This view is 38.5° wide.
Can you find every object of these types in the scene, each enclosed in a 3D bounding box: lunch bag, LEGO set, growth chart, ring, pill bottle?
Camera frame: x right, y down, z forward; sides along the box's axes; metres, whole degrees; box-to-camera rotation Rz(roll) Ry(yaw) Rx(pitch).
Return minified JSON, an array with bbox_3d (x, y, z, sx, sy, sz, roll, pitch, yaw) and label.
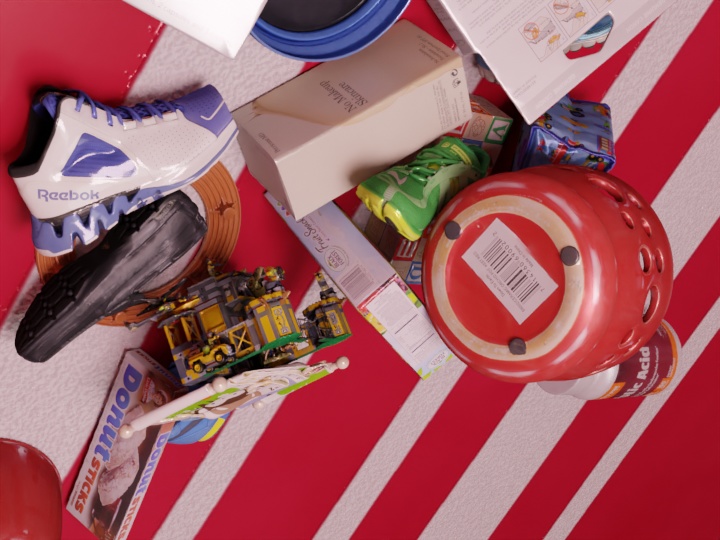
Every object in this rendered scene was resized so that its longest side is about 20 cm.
[{"bbox_3d":[0.188,-0.080,1.108,0.093,0.151,0.201,22,121,-1],"label":"lunch bag"},{"bbox_3d":[-0.104,0.028,0.939,0.153,0.117,0.200,-26,169,23],"label":"LEGO set"},{"bbox_3d":[-0.120,0.119,0.978,0.144,0.018,0.199,-30,164,32],"label":"growth chart"},{"bbox_3d":[-0.199,-0.029,0.955,0.199,0.019,0.202,-19,130,-24],"label":"ring"},{"bbox_3d":[0.327,0.114,1.382,0.199,0.114,0.115,2,120,-37],"label":"pill bottle"}]

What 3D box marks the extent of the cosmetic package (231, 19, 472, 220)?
[{"bbox_3d":[-0.008,-0.142,0.951,0.199,0.104,0.073,-31,134,-15],"label":"cosmetic package"}]

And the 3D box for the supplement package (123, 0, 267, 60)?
[{"bbox_3d":[-0.114,-0.283,0.706,0.151,0.151,0.201,25,106,-26],"label":"supplement package"}]

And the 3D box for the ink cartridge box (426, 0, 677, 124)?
[{"bbox_3d":[0.176,-0.269,0.976,0.200,0.045,0.177,-39,105,-4],"label":"ink cartridge box"}]

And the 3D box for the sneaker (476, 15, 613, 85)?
[{"bbox_3d":[0.200,-0.267,1.032,0.199,0.078,0.090,-34,132,-12],"label":"sneaker"}]

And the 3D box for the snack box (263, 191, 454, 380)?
[{"bbox_3d":[0.000,0.000,0.990,0.053,0.200,0.142,-40,137,0],"label":"snack box"}]

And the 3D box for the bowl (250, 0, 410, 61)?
[{"bbox_3d":[-0.030,-0.279,0.878,0.199,0.039,0.202,-20,131,-24],"label":"bowl"}]

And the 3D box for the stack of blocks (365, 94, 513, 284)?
[{"bbox_3d":[0.087,-0.085,1.095,0.114,0.059,0.201,2,120,-37],"label":"stack of blocks"}]

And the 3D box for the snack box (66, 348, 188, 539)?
[{"bbox_3d":[-0.238,0.182,1.044,0.024,0.072,0.201,-12,132,-59],"label":"snack box"}]

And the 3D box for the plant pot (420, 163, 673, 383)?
[{"bbox_3d":[0.160,0.005,0.928,0.182,0.200,0.202,-7,128,-57],"label":"plant pot"}]

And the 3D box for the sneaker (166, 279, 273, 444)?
[{"bbox_3d":[-0.150,0.095,1.044,0.078,0.066,0.201,13,116,-53],"label":"sneaker"}]

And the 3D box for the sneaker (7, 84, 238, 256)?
[{"bbox_3d":[-0.202,-0.110,0.839,0.199,0.080,0.116,-36,125,-17],"label":"sneaker"}]

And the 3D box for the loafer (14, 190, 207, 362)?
[{"bbox_3d":[-0.217,0.011,0.909,0.201,0.068,0.070,-45,129,-5],"label":"loafer"}]

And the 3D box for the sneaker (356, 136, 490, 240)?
[{"bbox_3d":[0.061,-0.084,0.936,0.084,0.074,0.200,-57,166,25],"label":"sneaker"}]

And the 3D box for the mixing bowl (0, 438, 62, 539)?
[{"bbox_3d":[-0.370,0.274,0.992,0.199,0.108,0.202,-20,132,-23],"label":"mixing bowl"}]
